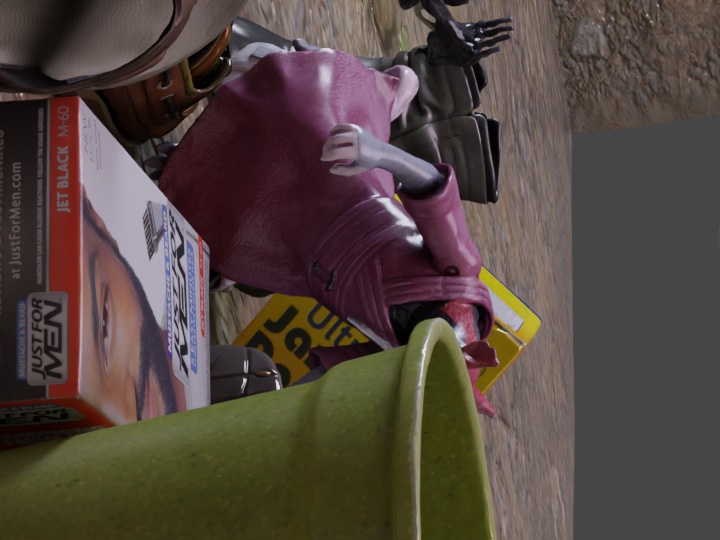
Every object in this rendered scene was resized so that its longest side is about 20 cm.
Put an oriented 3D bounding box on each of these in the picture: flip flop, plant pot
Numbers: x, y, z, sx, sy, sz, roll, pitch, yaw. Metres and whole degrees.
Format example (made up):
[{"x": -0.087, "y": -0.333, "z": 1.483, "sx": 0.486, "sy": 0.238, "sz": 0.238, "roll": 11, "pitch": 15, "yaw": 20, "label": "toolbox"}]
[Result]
[{"x": -0.096, "y": -0.094, "z": 0.900, "sx": 0.200, "sy": 0.057, "sz": 0.082, "roll": -10, "pitch": 120, "yaw": -57, "label": "flip flop"}, {"x": -0.053, "y": 0.125, "z": 0.886, "sx": 0.200, "sy": 0.183, "sz": 0.202, "roll": -6, "pitch": 90, "yaw": -81, "label": "plant pot"}]

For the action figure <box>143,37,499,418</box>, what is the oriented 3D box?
[{"x": 0.000, "y": 0.000, "z": 1.119, "sx": 0.148, "sy": 0.134, "sz": 0.200, "roll": 8, "pitch": 31, "yaw": -52, "label": "action figure"}]

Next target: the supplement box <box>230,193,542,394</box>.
[{"x": 0.014, "y": 0.036, "z": 1.327, "sx": 0.109, "sy": 0.110, "sz": 0.200, "roll": 41, "pitch": 6, "yaw": 4, "label": "supplement box"}]

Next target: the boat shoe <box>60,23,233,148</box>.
[{"x": -0.087, "y": -0.095, "z": 1.147, "sx": 0.200, "sy": 0.067, "sz": 0.073, "roll": 1, "pitch": 82, "yaw": -82, "label": "boat shoe"}]

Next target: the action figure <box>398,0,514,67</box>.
[{"x": 0.009, "y": -0.205, "z": 1.509, "sx": 0.200, "sy": 0.102, "sz": 0.119, "roll": 37, "pitch": 34, "yaw": -38, "label": "action figure"}]

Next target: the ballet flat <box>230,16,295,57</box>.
[{"x": -0.032, "y": -0.082, "z": 1.471, "sx": 0.200, "sy": 0.068, "sz": 0.068, "roll": 68, "pitch": 20, "yaw": -60, "label": "ballet flat"}]

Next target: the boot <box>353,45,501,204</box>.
[{"x": 0.024, "y": -0.041, "z": 1.600, "sx": 0.068, "sy": 0.130, "sz": 0.202, "roll": -43, "pitch": 128, "yaw": -79, "label": "boot"}]

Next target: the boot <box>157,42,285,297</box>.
[{"x": -0.068, "y": -0.022, "z": 1.278, "sx": 0.096, "sy": 0.073, "sz": 0.200, "roll": -54, "pitch": 165, "yaw": -27, "label": "boot"}]

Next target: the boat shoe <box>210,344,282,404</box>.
[{"x": -0.076, "y": 0.121, "z": 1.134, "sx": 0.074, "sy": 0.074, "sz": 0.201, "roll": 89, "pitch": 12, "yaw": -48, "label": "boat shoe"}]

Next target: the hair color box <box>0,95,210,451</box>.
[{"x": -0.106, "y": 0.019, "z": 0.991, "sx": 0.200, "sy": 0.063, "sz": 0.112, "roll": 52, "pitch": 35, "yaw": -72, "label": "hair color box"}]
